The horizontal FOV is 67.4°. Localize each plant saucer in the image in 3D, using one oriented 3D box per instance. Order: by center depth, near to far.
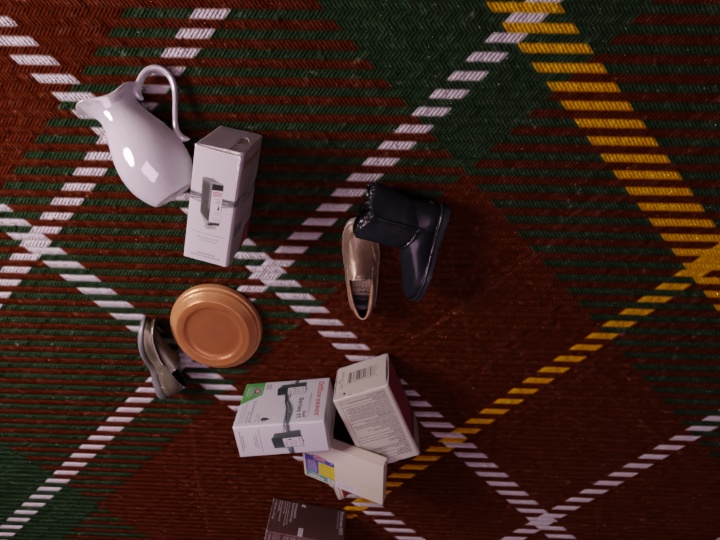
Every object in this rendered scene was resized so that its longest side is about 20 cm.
[{"bbox_3d":[-0.307,0.126,1.138,0.195,0.038,0.204,1,116,2],"label":"plant saucer"}]

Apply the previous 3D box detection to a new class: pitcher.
[{"bbox_3d":[-0.356,-0.231,0.930,0.170,0.121,0.202,-33,100,1],"label":"pitcher"}]

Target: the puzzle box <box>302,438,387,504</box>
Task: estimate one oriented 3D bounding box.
[{"bbox_3d":[-0.037,0.429,1.184,0.196,0.026,0.135,14,127,19],"label":"puzzle box"}]

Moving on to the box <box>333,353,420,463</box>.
[{"bbox_3d":[0.038,0.304,1.171,0.125,0.110,0.203,-18,115,12],"label":"box"}]

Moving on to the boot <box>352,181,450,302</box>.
[{"bbox_3d":[0.062,-0.052,1.005,0.164,0.077,0.204,12,110,-13],"label":"boot"}]

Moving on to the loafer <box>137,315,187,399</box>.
[{"bbox_3d":[-0.421,0.182,1.158,0.068,0.076,0.204,-10,121,-6],"label":"loafer"}]

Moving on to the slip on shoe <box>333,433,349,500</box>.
[{"bbox_3d":[-0.051,0.450,1.275,0.060,0.074,0.204,-20,115,-15],"label":"slip on shoe"}]

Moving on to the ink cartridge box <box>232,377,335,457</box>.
[{"bbox_3d":[-0.158,0.313,1.163,0.195,0.147,0.085,-6,116,4],"label":"ink cartridge box"}]

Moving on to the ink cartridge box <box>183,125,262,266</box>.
[{"bbox_3d":[-0.239,-0.134,0.946,0.081,0.147,0.204,14,115,-3],"label":"ink cartridge box"}]

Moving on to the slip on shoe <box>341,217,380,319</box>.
[{"bbox_3d":[0.000,0.000,1.050,0.074,0.061,0.204,2,116,1],"label":"slip on shoe"}]

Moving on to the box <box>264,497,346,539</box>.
[{"bbox_3d":[-0.137,0.650,1.352,0.195,0.101,0.076,13,117,-4],"label":"box"}]
